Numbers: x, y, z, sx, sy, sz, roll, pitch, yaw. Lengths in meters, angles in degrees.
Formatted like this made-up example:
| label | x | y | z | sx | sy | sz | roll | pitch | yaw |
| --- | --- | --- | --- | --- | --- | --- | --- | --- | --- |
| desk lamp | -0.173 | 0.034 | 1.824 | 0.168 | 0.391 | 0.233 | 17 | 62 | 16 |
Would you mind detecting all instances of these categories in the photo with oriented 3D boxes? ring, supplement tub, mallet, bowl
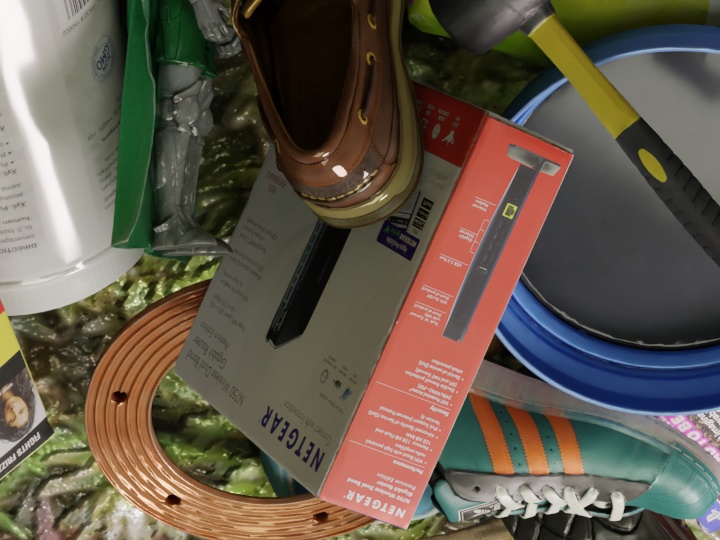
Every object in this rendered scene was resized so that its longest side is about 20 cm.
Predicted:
| label | x | y | z | sx | sy | sz | roll | pitch | yaw |
| --- | --- | --- | --- | --- | --- | --- | --- | --- | --- |
| ring | -0.046 | 0.072 | 1.287 | 0.200 | 0.019 | 0.201 | -2 | 132 | -2 |
| supplement tub | -0.169 | -0.093 | 1.106 | 0.132 | 0.132 | 0.200 | -7 | 131 | 1 |
| mallet | 0.118 | -0.074 | 1.056 | 0.200 | 0.041 | 0.066 | 44 | 114 | 8 |
| bowl | 0.147 | -0.024 | 1.141 | 0.200 | 0.039 | 0.201 | 2 | 122 | 3 |

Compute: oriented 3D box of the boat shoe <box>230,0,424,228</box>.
| label | x | y | z | sx | sy | sz | roll | pitch | yaw |
| --- | --- | --- | --- | --- | --- | --- | --- | --- | --- |
| boat shoe | -0.021 | -0.119 | 1.051 | 0.072 | 0.201 | 0.068 | -19 | 156 | 16 |

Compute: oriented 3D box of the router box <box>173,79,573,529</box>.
| label | x | y | z | sx | sy | sz | roll | pitch | yaw |
| --- | --- | --- | --- | --- | --- | --- | --- | --- | --- |
| router box | 0.000 | 0.000 | 1.114 | 0.049 | 0.200 | 0.180 | 22 | 94 | -26 |

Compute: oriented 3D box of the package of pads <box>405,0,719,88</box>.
| label | x | y | z | sx | sy | sz | roll | pitch | yaw |
| --- | --- | --- | --- | --- | --- | --- | --- | --- | --- |
| package of pads | 0.132 | -0.156 | 1.119 | 0.200 | 0.068 | 0.155 | 14 | 128 | -16 |

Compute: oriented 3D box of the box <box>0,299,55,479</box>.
| label | x | y | z | sx | sy | sz | roll | pitch | yaw |
| --- | --- | --- | --- | --- | --- | --- | --- | --- | --- |
| box | -0.201 | 0.012 | 1.068 | 0.075 | 0.050 | 0.200 | -39 | 133 | -29 |

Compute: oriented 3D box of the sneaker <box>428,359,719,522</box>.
| label | x | y | z | sx | sy | sz | roll | pitch | yaw |
| --- | --- | --- | --- | --- | --- | --- | --- | --- | --- |
| sneaker | 0.078 | 0.097 | 1.212 | 0.200 | 0.080 | 0.071 | 18 | 159 | 9 |

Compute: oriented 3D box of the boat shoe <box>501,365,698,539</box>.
| label | x | y | z | sx | sy | sz | roll | pitch | yaw |
| --- | --- | --- | --- | --- | --- | --- | --- | --- | --- |
| boat shoe | 0.134 | 0.140 | 1.292 | 0.076 | 0.074 | 0.200 | -37 | 85 | 15 |

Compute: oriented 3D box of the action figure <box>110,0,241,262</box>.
| label | x | y | z | sx | sy | sz | roll | pitch | yaw |
| --- | --- | --- | --- | --- | --- | --- | --- | --- | --- |
| action figure | -0.081 | -0.108 | 1.087 | 0.055 | 0.201 | 0.118 | -2 | 176 | 4 |

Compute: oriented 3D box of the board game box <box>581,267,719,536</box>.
| label | x | y | z | sx | sy | sz | roll | pitch | yaw |
| --- | --- | --- | --- | --- | --- | --- | --- | --- | --- |
| board game box | 0.216 | 0.019 | 1.260 | 0.200 | 0.097 | 0.159 | -31 | 127 | 20 |

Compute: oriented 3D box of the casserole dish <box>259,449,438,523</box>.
| label | x | y | z | sx | sy | sz | roll | pitch | yaw |
| --- | --- | --- | --- | --- | --- | --- | --- | --- | --- |
| casserole dish | 0.003 | 0.075 | 1.331 | 0.121 | 0.039 | 0.200 | -3 | 131 | -3 |

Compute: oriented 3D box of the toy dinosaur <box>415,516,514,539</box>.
| label | x | y | z | sx | sy | sz | roll | pitch | yaw |
| --- | --- | --- | --- | --- | --- | --- | --- | --- | --- |
| toy dinosaur | 0.097 | 0.140 | 1.354 | 0.200 | 0.058 | 0.101 | 4 | 112 | -35 |
